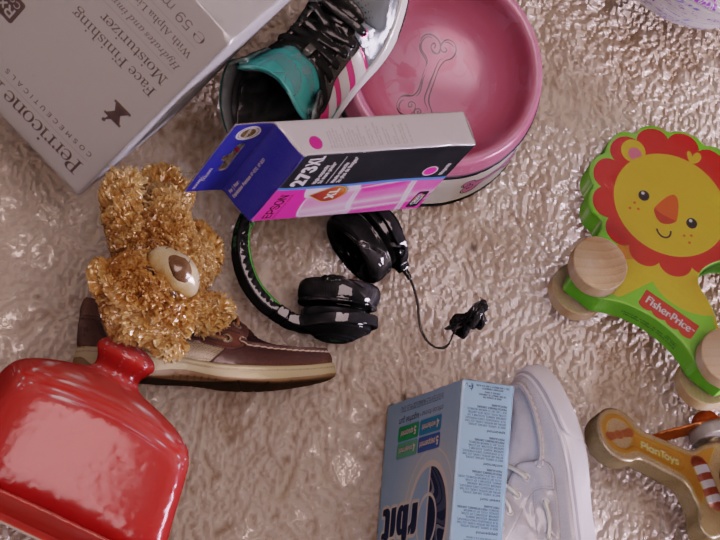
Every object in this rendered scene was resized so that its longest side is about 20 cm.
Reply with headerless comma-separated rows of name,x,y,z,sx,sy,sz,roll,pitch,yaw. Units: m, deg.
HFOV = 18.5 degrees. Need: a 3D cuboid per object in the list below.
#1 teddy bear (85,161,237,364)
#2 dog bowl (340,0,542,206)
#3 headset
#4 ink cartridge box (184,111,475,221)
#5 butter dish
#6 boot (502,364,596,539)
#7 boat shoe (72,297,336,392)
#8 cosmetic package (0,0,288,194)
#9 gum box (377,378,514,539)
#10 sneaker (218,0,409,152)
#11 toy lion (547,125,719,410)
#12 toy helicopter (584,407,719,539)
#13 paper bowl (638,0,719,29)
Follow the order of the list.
teddy bear,-0.135,-0.012,1.590,0.067,0.200,0.145,-16,93,14
dog bowl,0.055,-0.156,1.753,0.199,0.074,0.201,3,80,-18
headset,0.000,0.000,1.696,0.200,0.094,0.124,28,73,-11
ink cartridge box,-0.021,-0.076,1.622,0.199,0.095,0.037,-3,63,-32
butter dish,-0.192,0.117,1.547,0.199,0.200,0.148,26,85,-12
boot,0.123,0.177,1.713,0.095,0.074,0.201,-10,84,-26
boat shoe,-0.115,0.051,1.665,0.199,0.072,0.072,4,80,-11
cosmetic package,-0.168,-0.196,1.594,0.165,0.200,0.165,46,37,-4
gum box,0.058,0.191,1.639,0.044,0.170,0.201,9,77,-16
sneaker,-0.040,-0.158,1.636,0.084,0.121,0.200,33,105,9
toy lion,0.258,-0.016,1.788,0.200,0.069,0.192,36,62,4
toy helicopter,0.262,0.153,1.758,0.200,0.079,0.133,26,50,-23
paper bowl,0.278,-0.298,1.824,0.200,0.104,0.201,4,81,-29
